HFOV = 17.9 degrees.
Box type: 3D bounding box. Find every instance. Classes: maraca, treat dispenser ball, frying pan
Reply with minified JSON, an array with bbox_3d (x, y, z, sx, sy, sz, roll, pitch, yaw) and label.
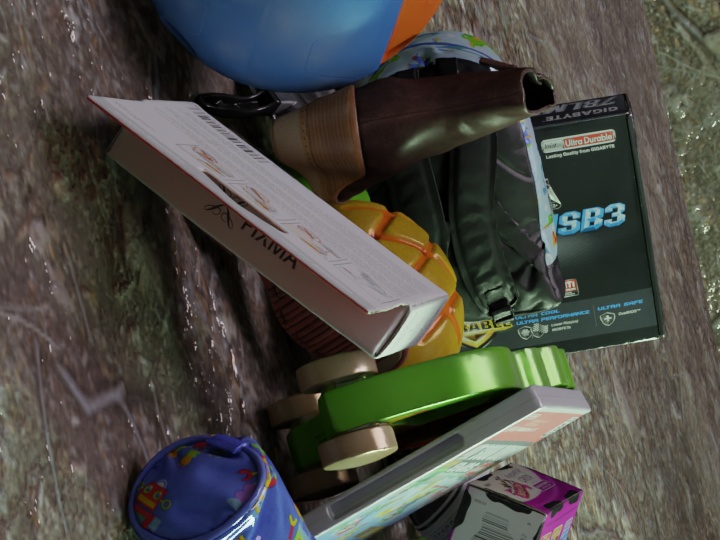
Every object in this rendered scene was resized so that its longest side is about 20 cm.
[{"bbox_3d":[0.000,0.000,1.560,0.137,0.107,0.200,7,49,-57],"label":"maraca"},{"bbox_3d":[-0.040,-0.211,1.409,0.201,0.201,0.201,-13,90,-74],"label":"treat dispenser ball"},{"bbox_3d":[-0.058,-0.122,1.557,0.190,0.031,0.115,28,25,-47],"label":"frying pan"}]

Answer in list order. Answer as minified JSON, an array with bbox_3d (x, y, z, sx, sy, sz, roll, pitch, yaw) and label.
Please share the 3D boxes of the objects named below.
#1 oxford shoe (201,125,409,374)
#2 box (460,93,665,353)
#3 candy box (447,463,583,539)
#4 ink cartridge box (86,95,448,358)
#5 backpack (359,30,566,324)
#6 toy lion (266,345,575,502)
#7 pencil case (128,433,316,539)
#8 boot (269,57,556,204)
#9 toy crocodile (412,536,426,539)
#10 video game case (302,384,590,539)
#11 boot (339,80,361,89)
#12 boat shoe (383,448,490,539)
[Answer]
[{"bbox_3d":[-0.035,-0.016,1.449,0.200,0.071,0.074,52,20,-25],"label":"oxford shoe"},{"bbox_3d":[0.127,-0.027,1.785,0.050,0.200,0.199,-88,168,-63],"label":"box"},{"bbox_3d":[0.081,0.238,1.548,0.136,0.061,0.200,-3,112,-74],"label":"candy box"},{"bbox_3d":[-0.057,-0.024,1.279,0.200,0.044,0.174,37,13,11],"label":"ink cartridge box"},{"bbox_3d":[0.060,-0.074,1.674,0.154,0.163,0.200,-86,165,-57],"label":"backpack"},{"bbox_3d":[0.047,0.083,1.427,0.200,0.192,0.069,125,-51,-73],"label":"toy lion"},{"bbox_3d":[-0.055,0.166,1.277,0.087,0.078,0.200,-60,144,-24],"label":"pencil case"},{"bbox_3d":[0.044,-0.090,1.451,0.200,0.166,0.072,-8,89,-77],"label":"boot"},{"bbox_3d":[0.077,0.209,1.744,0.200,0.062,0.068,-14,92,-69],"label":"toy crocodile"},{"bbox_3d":[0.042,0.128,1.425,0.017,0.200,0.143,62,13,12],"label":"video game case"},{"bbox_3d":[0.067,-0.104,1.808,0.070,0.132,0.200,-78,151,-55],"label":"boot"},{"bbox_3d":[0.054,0.135,1.685,0.071,0.072,0.200,47,9,-8],"label":"boat shoe"}]
